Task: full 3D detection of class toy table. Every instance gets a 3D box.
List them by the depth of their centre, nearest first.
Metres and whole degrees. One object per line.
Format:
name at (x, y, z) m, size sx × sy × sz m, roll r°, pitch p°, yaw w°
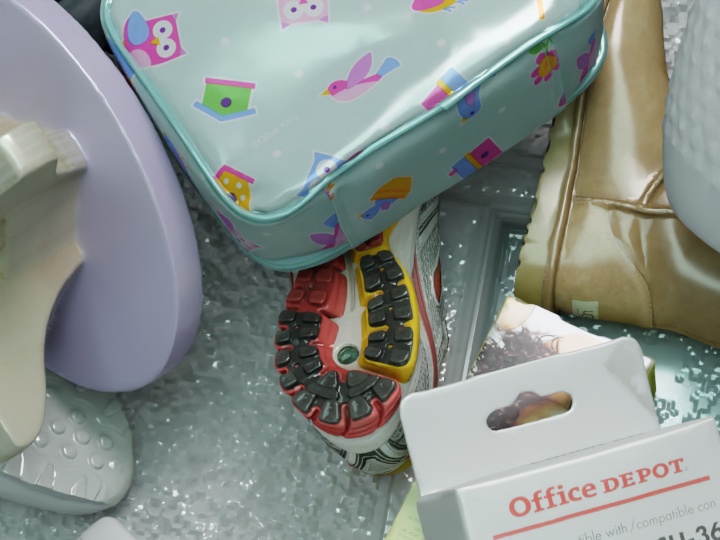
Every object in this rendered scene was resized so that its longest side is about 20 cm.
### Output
toy table at (-0.164, -0.024, 1.162) m, size 0.200 × 0.117 × 0.184 m, roll 48°, pitch 126°, yaw 8°

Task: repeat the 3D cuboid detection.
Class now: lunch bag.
lunch bag at (-0.001, -0.109, 1.194) m, size 0.199 × 0.077 × 0.161 m, roll -34°, pitch 64°, yaw -7°

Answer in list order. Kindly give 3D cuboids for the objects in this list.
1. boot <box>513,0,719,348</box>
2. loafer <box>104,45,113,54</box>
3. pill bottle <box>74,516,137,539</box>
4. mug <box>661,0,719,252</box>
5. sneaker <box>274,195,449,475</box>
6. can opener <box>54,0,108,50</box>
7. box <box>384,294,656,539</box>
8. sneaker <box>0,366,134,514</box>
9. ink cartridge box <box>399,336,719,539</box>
boot at (0.181, -0.038, 1.225) m, size 0.199 × 0.066 × 0.176 m, roll 11°, pitch 82°, yaw 12°
loafer at (-0.065, -0.142, 1.300) m, size 0.199 × 0.073 × 0.073 m, roll 4°, pitch 49°, yaw 6°
pill bottle at (-0.140, 0.207, 1.152) m, size 0.200 × 0.114 × 0.114 m, roll -42°, pitch 70°, yaw -8°
mug at (0.224, -0.074, 1.122) m, size 0.199 × 0.148 × 0.176 m, roll 23°, pitch 110°, yaw -13°
sneaker at (0.000, 0.000, 1.232) m, size 0.077 × 0.082 × 0.201 m, roll -6°, pitch 54°, yaw 15°
can opener at (-0.170, -0.121, 1.265) m, size 0.199 × 0.079 × 0.064 m, roll -16°, pitch 37°, yaw 46°
box at (0.052, 0.116, 1.191) m, size 0.075 × 0.050 × 0.201 m, roll 23°, pitch 76°, yaw 15°
sneaker at (-0.195, 0.059, 1.241) m, size 0.199 × 0.081 × 0.077 m, roll 26°, pitch 47°, yaw -3°
ink cartridge box at (0.096, 0.132, 1.128) m, size 0.116 × 0.067 × 0.201 m, roll -14°, pitch 85°, yaw -14°
